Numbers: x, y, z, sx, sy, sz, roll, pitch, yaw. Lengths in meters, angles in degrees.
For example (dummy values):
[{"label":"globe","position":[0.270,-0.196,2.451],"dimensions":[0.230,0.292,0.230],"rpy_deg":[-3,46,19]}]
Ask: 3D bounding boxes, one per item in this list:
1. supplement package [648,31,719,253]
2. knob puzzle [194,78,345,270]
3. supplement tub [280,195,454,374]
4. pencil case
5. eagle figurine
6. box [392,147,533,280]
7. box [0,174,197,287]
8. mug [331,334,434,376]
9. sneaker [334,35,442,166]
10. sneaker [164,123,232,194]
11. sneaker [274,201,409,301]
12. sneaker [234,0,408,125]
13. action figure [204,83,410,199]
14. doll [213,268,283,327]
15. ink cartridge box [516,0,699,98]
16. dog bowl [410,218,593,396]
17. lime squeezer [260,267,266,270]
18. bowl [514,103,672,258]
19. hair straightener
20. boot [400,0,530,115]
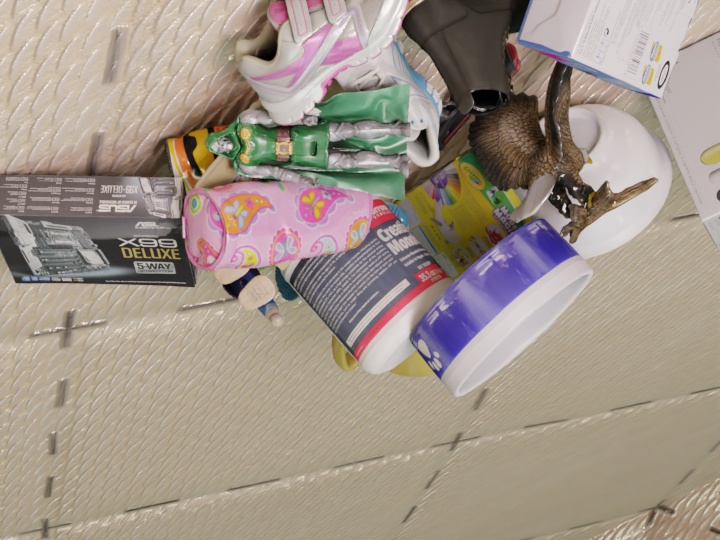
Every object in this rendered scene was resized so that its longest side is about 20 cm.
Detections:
[{"label":"supplement package","position":[0.414,-0.138,1.848],"dimensions":[0.110,0.202,0.156],"rpy_deg":[-25,155,13]},{"label":"knob puzzle","position":[-0.065,-0.122,1.674],"dimensions":[0.218,0.030,0.221],"rpy_deg":[-25,134,-29]},{"label":"supplement tub","position":[0.000,0.000,1.801],"dimensions":[0.140,0.200,0.140],"rpy_deg":[-39,168,-10]},{"label":"pencil case","position":[-0.081,-0.051,1.624],"dimensions":[0.199,0.088,0.087],"rpy_deg":[-12,157,-40]},{"label":"eagle figurine","position":[0.197,-0.133,1.695],"dimensions":[0.151,0.201,0.151],"rpy_deg":[-25,166,0]},{"label":"box","position":[0.119,-0.064,1.837],"dimensions":[0.048,0.118,0.200],"rpy_deg":[-34,-179,-28]},{"label":"box","position":[-0.271,-0.040,1.679],"dimensions":[0.198,0.050,0.158],"rpy_deg":[1,154,0]},{"label":"mug","position":[0.062,0.044,2.024],"dimensions":[0.148,0.188,0.154],"rpy_deg":[16,148,12]},{"label":"sneaker","position":[0.028,-0.171,1.619],"dimensions":[0.075,0.087,0.200],"rpy_deg":[-27,140,23]},{"label":"sneaker","position":[-0.131,-0.090,1.716],"dimensions":[0.089,0.071,0.200],"rpy_deg":[-20,154,10]},{"label":"sneaker","position":[-0.012,-0.026,1.942],"dimensions":[0.199,0.077,0.080],"rpy_deg":[-29,161,37]},{"label":"sneaker","position":[-0.037,-0.224,1.496],"dimensions":[0.200,0.082,0.088],"rpy_deg":[-42,128,17]},{"label":"action figure","position":[-0.051,-0.121,1.578],"dimensions":[0.198,0.055,0.119],"rpy_deg":[0,109,-4]},{"label":"doll","position":[-0.132,0.010,1.853],"dimensions":[0.048,0.137,0.200],"rpy_deg":[-43,-173,-2]},{"label":"ink cartridge box","position":[0.254,-0.251,1.580],"dimensions":[0.199,0.076,0.138],"rpy_deg":[13,100,-47]},{"label":"dog bowl","position":[0.150,0.040,1.741],"dimensions":[0.200,0.079,0.200],"rpy_deg":[-40,168,-10]},{"label":"lime squeezer","position":[-0.059,-0.001,1.903],"dimensions":[0.199,0.071,0.038],"rpy_deg":[19,-172,33]},{"label":"bowl","position":[0.239,-0.117,1.817],"dimensions":[0.200,0.202,0.091],"rpy_deg":[-25,134,13]},{"label":"hair straightener","position":[0.088,-0.177,1.746],"dimensions":[0.076,0.041,0.200],"rpy_deg":[-1,154,-33]},{"label":"boot","position":[0.126,-0.207,1.560],"dimensions":[0.199,0.139,0.078],"rpy_deg":[-12,154,-41]}]
